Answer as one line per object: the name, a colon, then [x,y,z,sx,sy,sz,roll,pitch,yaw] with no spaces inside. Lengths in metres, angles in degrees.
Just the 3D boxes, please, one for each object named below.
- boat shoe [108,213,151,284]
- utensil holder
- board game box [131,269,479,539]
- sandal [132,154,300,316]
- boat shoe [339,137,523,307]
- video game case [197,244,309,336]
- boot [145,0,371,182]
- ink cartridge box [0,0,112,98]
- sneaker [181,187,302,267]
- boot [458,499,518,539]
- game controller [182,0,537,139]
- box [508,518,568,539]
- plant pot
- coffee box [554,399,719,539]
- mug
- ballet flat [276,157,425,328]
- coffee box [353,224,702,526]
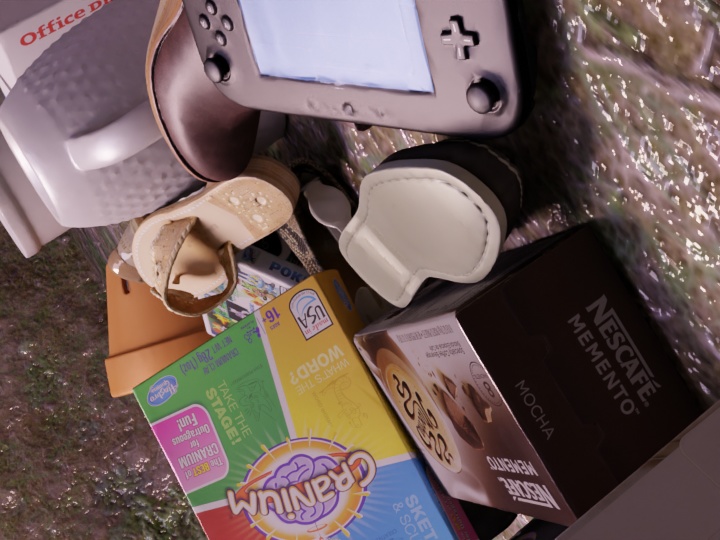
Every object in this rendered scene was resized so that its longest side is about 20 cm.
boat shoe: [-0.142,-0.016,0.981,0.072,0.065,0.199,53,-159,26]
utensil holder: [-0.317,-0.138,1.193,0.171,0.199,0.171,51,164,21]
board game box: [-0.034,0.125,0.698,0.202,0.152,0.040,61,-162,6]
sandal: [-0.117,-0.004,0.781,0.077,0.070,0.211,32,143,-20]
boat shoe: [0.039,-0.033,0.557,0.072,0.061,0.201,46,165,-3]
video game case: [-0.054,0.044,0.916,0.180,0.022,0.201,24,157,9]
boot: [-0.053,-0.109,0.617,0.166,0.072,0.203,39,139,39]
ink cartridge box: [-0.232,-0.192,0.922,0.086,0.145,0.201,52,164,20]
sneaker: [-0.119,-0.071,0.899,0.200,0.070,0.093,47,177,-2]
boot: [0.026,0.155,0.795,0.078,0.139,0.200,46,171,-23]
game controller: [-0.011,-0.115,0.491,0.198,0.042,0.105,13,139,40]
box: [0.088,0.251,0.690,0.106,0.199,0.122,50,164,7]
plant pot: [-0.193,0.041,1.216,0.200,0.197,0.142,166,88,-74]
coffee box: [0.151,0.157,0.483,0.080,0.114,0.202,44,159,37]
mug: [-0.155,-0.113,0.784,0.149,0.174,0.200,62,164,-18]
ballet flat: [0.000,0.000,0.737,0.201,0.067,0.076,53,162,29]
coffee box: [0.076,0.057,0.579,0.114,0.079,0.200,59,165,-2]
